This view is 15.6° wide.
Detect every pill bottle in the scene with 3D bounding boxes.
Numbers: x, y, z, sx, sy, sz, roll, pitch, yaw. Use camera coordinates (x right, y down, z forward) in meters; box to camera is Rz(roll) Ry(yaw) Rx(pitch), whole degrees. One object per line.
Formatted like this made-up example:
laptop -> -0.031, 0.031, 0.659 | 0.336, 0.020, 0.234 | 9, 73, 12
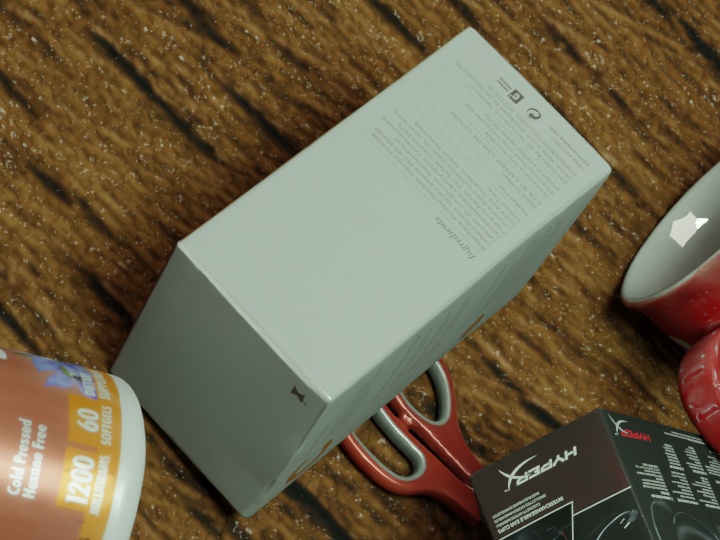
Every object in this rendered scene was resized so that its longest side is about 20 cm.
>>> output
pill bottle -> -0.198, 0.076, 1.077 | 0.199, 0.112, 0.113 | 15, 64, -22

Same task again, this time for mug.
mug -> 0.234, 0.051, 1.318 | 0.200, 0.133, 0.178 | 44, 72, -11

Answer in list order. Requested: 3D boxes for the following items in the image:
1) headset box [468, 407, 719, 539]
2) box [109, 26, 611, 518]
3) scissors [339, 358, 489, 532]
headset box -> 0.144, 0.173, 1.187 | 0.148, 0.075, 0.201 | 16, 48, -60
box -> 0.000, 0.000, 1.198 | 0.097, 0.124, 0.200 | 46, 56, 8
scissors -> 0.058, 0.120, 1.256 | 0.073, 0.014, 0.200 | -37, 91, -36
